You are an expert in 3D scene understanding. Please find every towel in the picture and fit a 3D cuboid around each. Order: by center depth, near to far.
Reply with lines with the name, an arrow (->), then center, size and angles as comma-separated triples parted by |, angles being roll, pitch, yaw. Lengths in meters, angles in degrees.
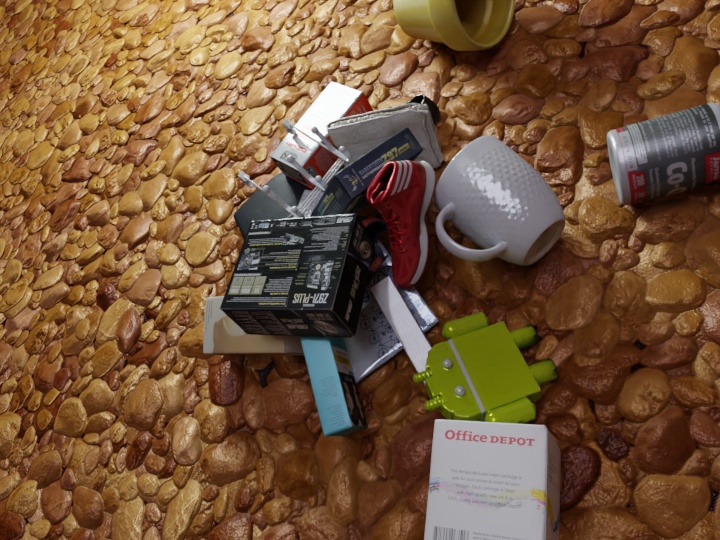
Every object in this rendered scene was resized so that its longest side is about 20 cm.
towel -> 0.047, -0.230, 1.135 | 0.196, 0.134, 0.035 | -7, 45, 23

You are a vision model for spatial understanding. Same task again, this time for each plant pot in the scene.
plant pot -> 0.171, -0.531, 1.207 | 0.187, 0.200, 0.203 | 15, 70, 48

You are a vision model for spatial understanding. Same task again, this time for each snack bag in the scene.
snack bag -> 0.006, 0.061, 1.044 | 0.187, 0.021, 0.202 | -36, 67, 5

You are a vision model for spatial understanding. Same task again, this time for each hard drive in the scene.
hard drive -> -0.160, -0.127, 1.238 | 0.199, 0.042, 0.136 | -37, 54, 4

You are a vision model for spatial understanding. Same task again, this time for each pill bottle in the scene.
pill bottle -> 0.472, -0.174, 0.903 | 0.196, 0.114, 0.116 | -13, 59, 20

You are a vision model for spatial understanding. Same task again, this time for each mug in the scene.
mug -> 0.205, -0.086, 0.958 | 0.198, 0.149, 0.176 | -32, 60, -22

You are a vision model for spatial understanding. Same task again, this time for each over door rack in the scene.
over door rack -> -0.127, -0.191, 1.107 | 0.199, 0.067, 0.148 | 33, 80, 40

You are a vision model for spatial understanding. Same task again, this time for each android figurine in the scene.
android figurine -> 0.174, 0.145, 0.889 | 0.196, 0.041, 0.184 | -15, 52, -6

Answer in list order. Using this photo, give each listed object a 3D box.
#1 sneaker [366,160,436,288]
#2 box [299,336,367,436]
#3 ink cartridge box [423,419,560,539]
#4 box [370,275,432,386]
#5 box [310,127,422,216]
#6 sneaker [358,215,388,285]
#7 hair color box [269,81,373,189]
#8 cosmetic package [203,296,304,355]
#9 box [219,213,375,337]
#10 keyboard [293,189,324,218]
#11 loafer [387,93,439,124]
sneaker -> 0.049, -0.073, 0.968 | 0.078, 0.114, 0.205 | 12, 100, 50
box -> -0.047, 0.155, 0.980 | 0.048, 0.082, 0.204 | -21, 71, 12
ink cartridge box -> 0.171, 0.306, 0.779 | 0.144, 0.145, 0.204 | -2, 63, 25
box -> 0.081, 0.104, 0.973 | 0.041, 0.039, 0.202 | -33, 67, 5
box -> 0.005, -0.147, 1.054 | 0.157, 0.200, 0.051 | -37, 88, -20
sneaker -> 0.000, 0.000, 1.014 | 0.083, 0.075, 0.204 | -1, 69, 25
hair color box -> -0.074, -0.265, 1.207 | 0.101, 0.061, 0.201 | 30, 77, 39
cosmetic package -> -0.181, 0.095, 1.081 | 0.197, 0.071, 0.108 | -7, 78, 34
box -> -0.092, 0.009, 0.954 | 0.196, 0.086, 0.167 | -2, 57, 26
keyboard -> -0.116, -0.059, 1.152 | 0.055, 0.011, 0.204 | 11, 71, 25
loafer -> 0.055, -0.279, 1.193 | 0.198, 0.071, 0.074 | -32, 55, 8
